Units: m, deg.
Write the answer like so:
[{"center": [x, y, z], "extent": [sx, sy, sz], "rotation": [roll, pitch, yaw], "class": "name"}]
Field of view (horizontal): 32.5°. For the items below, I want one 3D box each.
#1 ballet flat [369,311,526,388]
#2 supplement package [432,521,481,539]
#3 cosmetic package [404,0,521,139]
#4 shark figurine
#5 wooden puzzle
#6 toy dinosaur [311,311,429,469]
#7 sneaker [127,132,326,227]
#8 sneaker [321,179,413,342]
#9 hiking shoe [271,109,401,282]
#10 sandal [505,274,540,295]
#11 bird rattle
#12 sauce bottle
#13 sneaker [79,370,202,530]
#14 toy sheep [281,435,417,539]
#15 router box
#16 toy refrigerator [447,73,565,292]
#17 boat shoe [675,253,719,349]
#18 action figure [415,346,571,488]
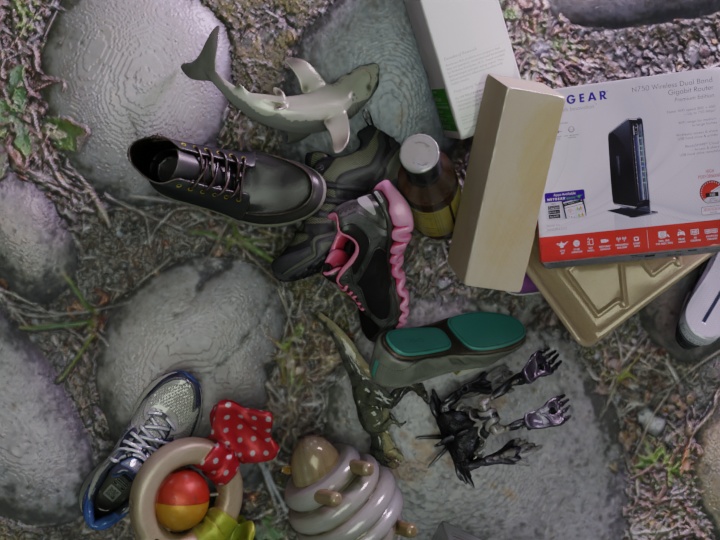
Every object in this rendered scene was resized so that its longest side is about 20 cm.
[{"center": [0.093, 0.089, 1.351], "extent": [0.198, 0.068, 0.064], "rotation": [-6, 133, -33], "class": "ballet flat"}, {"center": [0.132, 0.403, 1.342], "extent": [0.149, 0.200, 0.153], "rotation": [26, 96, -7], "class": "supplement package"}, {"center": [0.105, -0.248, 1.298], "extent": [0.084, 0.108, 0.203], "rotation": [-19, 98, -3], "class": "cosmetic package"}, {"center": [-0.087, -0.170, 1.313], "extent": [0.211, 0.090, 0.130], "rotation": [7, 64, -13], "class": "shark figurine"}, {"center": [0.261, -0.046, 1.323], "extent": [0.199, 0.046, 0.186], "rotation": [-36, 81, -2], "class": "wooden puzzle"}, {"center": [0.023, 0.125, 1.376], "extent": [0.087, 0.047, 0.202], "rotation": [-22, 96, 6], "class": "toy dinosaur"}, {"center": [-0.139, -0.092, 1.274], "extent": [0.197, 0.106, 0.076], "rotation": [7, 86, 11], "class": "sneaker"}, {"center": [0.000, 0.000, 1.295], "extent": [0.094, 0.079, 0.202], "rotation": [-20, 133, -22], "class": "sneaker"}, {"center": [-0.034, -0.077, 1.338], "extent": [0.200, 0.076, 0.101], "rotation": [-44, 82, 0], "class": "hiking shoe"}, {"center": [0.243, -0.032, 1.366], "extent": [0.200, 0.050, 0.083], "rotation": [-23, 98, 0], "class": "sandal"}, {"center": [-0.167, 0.238, 1.320], "extent": [0.161, 0.112, 0.203], "rotation": [-1, 108, -35], "class": "bird rattle"}, {"center": [0.072, -0.088, 1.270], "extent": [0.064, 0.200, 0.066], "rotation": [-2, 74, 7], "class": "sauce bottle"}, {"center": [-0.237, 0.203, 1.344], "extent": [0.077, 0.085, 0.201], "rotation": [33, 94, -8], "class": "sneaker"}, {"center": [-0.012, 0.264, 1.348], "extent": [0.137, 0.138, 0.202], "rotation": [-30, 105, 0], "class": "toy sheep"}, {"center": [0.277, -0.102, 1.264], "extent": [0.197, 0.049, 0.183], "rotation": [-6, 81, 15], "class": "router box"}, {"center": [0.148, -0.088, 1.244], "extent": [0.069, 0.076, 0.203], "rotation": [8, 106, -13], "class": "toy refrigerator"}, {"center": [0.408, 0.004, 1.377], "extent": [0.072, 0.071, 0.200], "rotation": [42, 73, 4], "class": "boat shoe"}, {"center": [0.151, 0.163, 1.353], "extent": [0.101, 0.199, 0.120], "rotation": [-6, 71, -39], "class": "action figure"}]
